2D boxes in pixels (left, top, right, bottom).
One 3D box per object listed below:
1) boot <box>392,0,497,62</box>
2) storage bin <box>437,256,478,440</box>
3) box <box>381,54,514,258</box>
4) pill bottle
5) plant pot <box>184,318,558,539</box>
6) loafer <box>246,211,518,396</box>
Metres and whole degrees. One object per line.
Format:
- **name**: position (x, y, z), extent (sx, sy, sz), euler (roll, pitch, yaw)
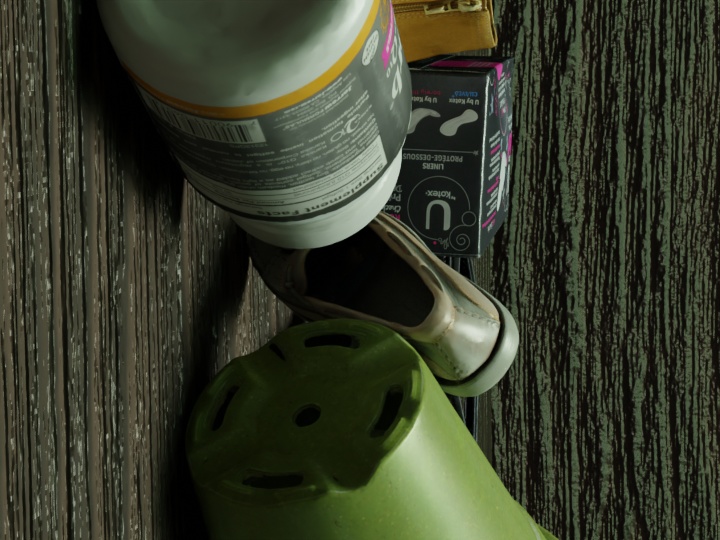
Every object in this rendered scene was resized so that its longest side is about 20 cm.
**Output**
- **boot**: position (-0.010, -0.170, 0.939), extent (0.202, 0.143, 0.071), euler (69, 14, -50)
- **storage bin**: position (0.037, 0.055, 1.520), extent (0.200, 0.093, 0.136), euler (75, 16, -64)
- **box**: position (0.026, -0.078, 1.297), extent (0.200, 0.131, 0.116), euler (-43, 136, -78)
- **pill bottle**: position (-0.038, -0.088, 0.878), extent (0.200, 0.115, 0.118), euler (69, 23, -69)
- **plant pot**: position (0.000, 0.131, 1.006), extent (0.201, 0.198, 0.191), euler (-81, 156, -48)
- **loafer**: position (0.000, 0.000, 1.050), extent (0.063, 0.199, 0.072), euler (36, 85, -44)
